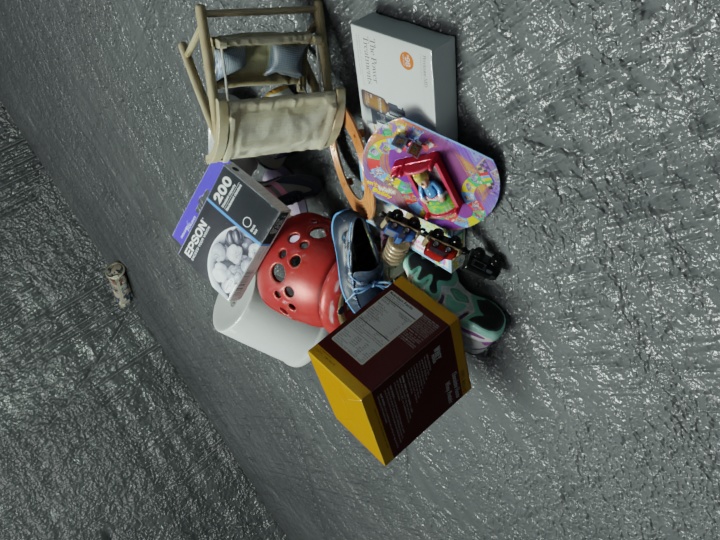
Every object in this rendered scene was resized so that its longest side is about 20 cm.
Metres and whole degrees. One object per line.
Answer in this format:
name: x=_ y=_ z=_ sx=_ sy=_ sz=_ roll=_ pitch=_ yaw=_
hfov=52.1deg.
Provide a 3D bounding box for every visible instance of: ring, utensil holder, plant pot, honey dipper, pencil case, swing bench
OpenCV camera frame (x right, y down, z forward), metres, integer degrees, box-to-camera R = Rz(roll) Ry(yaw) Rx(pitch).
ring: x=-0.012 y=-0.178 z=1.177 sx=0.200 sy=0.019 sz=0.201 roll=161 pitch=90 yaw=-76
utensil holder: x=-0.191 y=0.095 z=1.579 sx=0.200 sy=0.171 sz=0.170 roll=28 pitch=168 yaw=-32
plant pot: x=-0.059 y=0.015 z=1.345 sx=0.182 sy=0.200 sz=0.201 roll=27 pitch=142 yaw=34
honey dipper: x=0.072 y=-0.076 z=1.133 sx=0.038 sy=0.038 sz=0.200 roll=45 pitch=150 yaw=17
pencil case: x=-0.964 y=0.056 z=2.942 sx=0.200 sy=0.077 sz=0.090 roll=96 pitch=151 yaw=-51
swing bench: x=-0.141 y=-0.277 z=1.094 sx=0.130 sy=0.198 sz=0.201 roll=-23 pitch=81 yaw=63

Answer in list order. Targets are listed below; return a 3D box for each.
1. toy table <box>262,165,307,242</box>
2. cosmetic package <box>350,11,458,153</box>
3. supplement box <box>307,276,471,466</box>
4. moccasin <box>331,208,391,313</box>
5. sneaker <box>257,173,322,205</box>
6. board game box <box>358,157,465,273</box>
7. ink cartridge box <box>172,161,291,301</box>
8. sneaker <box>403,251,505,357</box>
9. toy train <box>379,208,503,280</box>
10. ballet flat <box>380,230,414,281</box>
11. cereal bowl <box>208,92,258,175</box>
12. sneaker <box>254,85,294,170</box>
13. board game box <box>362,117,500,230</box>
toy table: x=-0.191 y=-0.108 z=1.504 sx=0.184 sy=0.117 sz=0.201 roll=32 pitch=146 yaw=37
cosmetic package: x=0.064 y=-0.241 z=1.026 sx=0.150 sy=0.052 sz=0.201 roll=29 pitch=143 yaw=36
supplement box: x=0.053 y=0.160 z=1.173 sx=0.133 sy=0.200 sz=0.198 roll=37 pitch=156 yaw=38
moccasin: x=0.000 y=0.000 z=1.208 sx=0.068 sy=0.080 sz=0.201 roll=11 pitch=125 yaw=60
sneaker: x=-0.165 y=-0.124 z=1.368 sx=0.070 sy=0.199 sz=0.082 roll=70 pitch=-168 yaw=-63
board game box: x=0.081 y=-0.098 z=1.172 sx=0.200 sy=0.034 sz=0.135 roll=34 pitch=146 yaw=35
ink cartridge box: x=-0.247 y=-0.083 z=1.320 sx=0.200 sy=0.043 sz=0.199 roll=40 pitch=110 yaw=21
sneaker: x=0.138 y=0.069 z=1.219 sx=0.200 sy=0.078 sz=0.140 roll=45 pitch=150 yaw=20
toy train: x=0.116 y=-0.035 z=1.086 sx=0.199 sy=0.046 sz=0.034 roll=25 pitch=162 yaw=-4
ballet flat: x=0.076 y=0.019 z=1.269 sx=0.069 sy=0.071 sz=0.201 roll=-6 pitch=116 yaw=57
cereal bowl: x=-0.246 y=-0.243 z=1.438 sx=0.200 sy=0.083 sz=0.201 roll=178 pitch=90 yaw=-71
sneaker: x=-0.142 y=-0.235 z=1.330 sx=0.088 sy=0.075 sz=0.200 roll=46 pitch=152 yaw=15
board game box: x=0.090 y=-0.117 z=1.021 sx=0.199 sy=0.039 sz=0.158 roll=26 pitch=141 yaw=1
